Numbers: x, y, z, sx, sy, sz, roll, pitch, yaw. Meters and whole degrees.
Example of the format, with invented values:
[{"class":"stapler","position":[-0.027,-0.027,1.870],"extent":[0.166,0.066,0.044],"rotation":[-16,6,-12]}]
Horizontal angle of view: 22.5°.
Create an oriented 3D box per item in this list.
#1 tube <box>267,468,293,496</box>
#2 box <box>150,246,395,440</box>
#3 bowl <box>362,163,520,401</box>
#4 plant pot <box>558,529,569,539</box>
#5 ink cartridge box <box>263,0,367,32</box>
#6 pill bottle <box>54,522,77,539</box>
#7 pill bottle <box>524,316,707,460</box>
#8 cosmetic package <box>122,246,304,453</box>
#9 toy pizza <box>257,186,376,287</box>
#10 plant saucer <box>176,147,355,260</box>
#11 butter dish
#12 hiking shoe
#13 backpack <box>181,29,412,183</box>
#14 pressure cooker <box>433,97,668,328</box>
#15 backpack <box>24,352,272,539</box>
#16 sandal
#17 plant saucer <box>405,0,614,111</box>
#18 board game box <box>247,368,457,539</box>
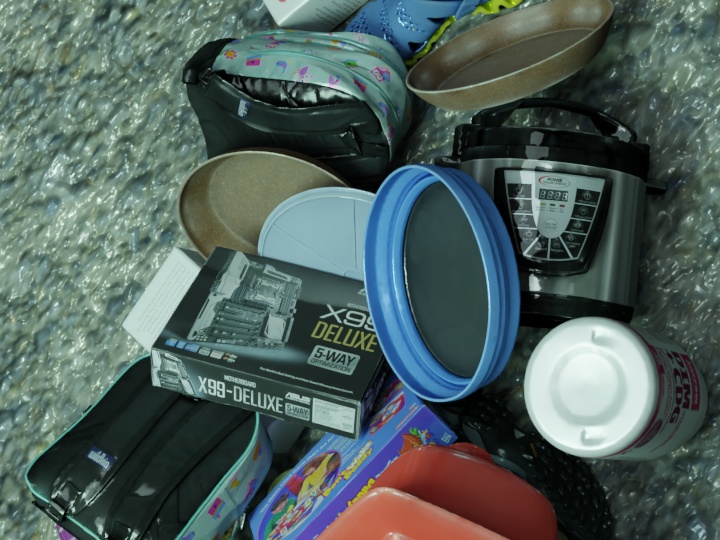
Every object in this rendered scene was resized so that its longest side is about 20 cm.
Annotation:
[{"class":"tube","position":[-0.024,0.266,1.669],"extent":[0.052,0.058,0.200],"rotation":[-34,49,-2]},{"class":"box","position":[-0.069,0.063,1.637],"extent":[0.199,0.158,0.050],"rotation":[14,131,13]},{"class":"bowl","position":[0.068,0.010,1.528],"extent":[0.200,0.039,0.202],"rotation":[23,117,57]},{"class":"plant pot","position":[0.150,0.301,1.573],"extent":[0.201,0.092,0.202],"rotation":[-24,63,59]},{"class":"ink cartridge box","position":[-0.023,-0.344,1.768],"extent":[0.200,0.084,0.146],"rotation":[-37,70,17]},{"class":"pill bottle","position":[-0.229,0.277,1.767],"extent":[0.112,0.112,0.201],"rotation":[-30,71,19]},{"class":"pill bottle","position":[0.223,0.103,1.526],"extent":[0.113,0.200,0.114],"rotation":[-3,82,25]},{"class":"cosmetic package","position":[-0.127,0.077,1.768],"extent":[0.200,0.071,0.102],"rotation":[42,103,24]},{"class":"toy pizza","position":[0.000,0.000,1.685],"extent":[0.199,0.032,0.201],"rotation":[12,131,14]},{"class":"plant saucer","position":[-0.075,-0.053,1.717],"extent":[0.199,0.201,0.037],"rotation":[-7,45,24]},{"class":"butter dish","position":[0.075,0.209,1.483],"extent":[0.198,0.200,0.148],"rotation":[27,52,-9]},{"class":"hiking shoe","position":[0.142,0.189,1.638],"extent":[0.200,0.074,0.087],"rotation":[42,130,18]},{"class":"backpack","position":[-0.052,-0.155,1.717],"extent":[0.199,0.167,0.127],"rotation":[4,49,22]},{"class":"pressure cooker","position":[0.161,-0.052,1.592],"extent":[0.178,0.175,0.202],"rotation":[1,82,45]},{"class":"backpack","position":[-0.177,0.181,1.658],"extent":[0.175,0.153,0.200],"rotation":[29,74,28]},{"class":"sandal","position":[0.062,-0.257,1.716],"extent":[0.199,0.087,0.080],"rotation":[-30,73,21]},{"class":"plant saucer","position":[0.139,-0.192,1.632],"extent":[0.199,0.201,0.035],"rotation":[-14,113,23]},{"class":"board game box","position":[-0.011,0.184,1.603],"extent":[0.045,0.134,0.200],"rotation":[43,93,-16]}]
